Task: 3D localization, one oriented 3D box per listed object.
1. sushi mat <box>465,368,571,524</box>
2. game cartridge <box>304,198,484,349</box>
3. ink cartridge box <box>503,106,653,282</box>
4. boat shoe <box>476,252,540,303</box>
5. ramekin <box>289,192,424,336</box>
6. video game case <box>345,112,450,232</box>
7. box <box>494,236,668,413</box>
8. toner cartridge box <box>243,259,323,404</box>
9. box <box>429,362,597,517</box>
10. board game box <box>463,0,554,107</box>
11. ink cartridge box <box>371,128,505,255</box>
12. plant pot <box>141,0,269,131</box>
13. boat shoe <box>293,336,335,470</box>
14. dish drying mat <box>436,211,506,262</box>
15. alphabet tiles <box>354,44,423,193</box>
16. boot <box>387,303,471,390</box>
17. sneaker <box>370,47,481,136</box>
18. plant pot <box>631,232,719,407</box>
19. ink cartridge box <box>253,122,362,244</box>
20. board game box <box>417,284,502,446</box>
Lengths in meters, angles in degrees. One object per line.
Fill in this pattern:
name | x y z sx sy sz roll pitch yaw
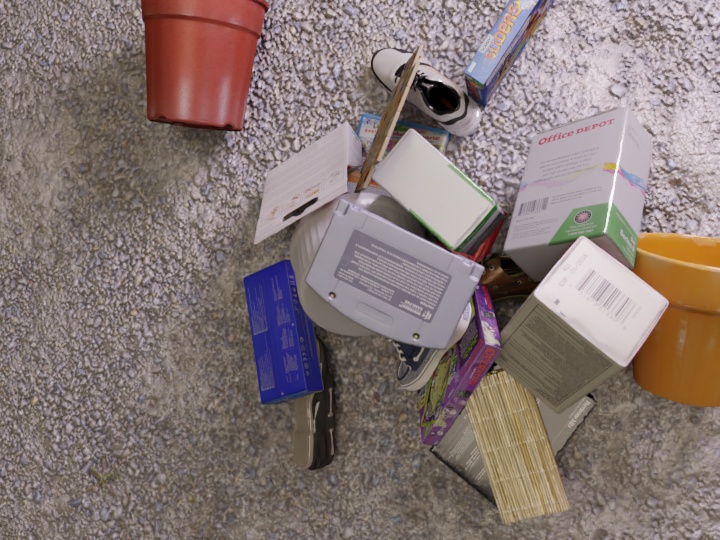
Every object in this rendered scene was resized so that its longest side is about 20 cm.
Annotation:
sushi mat | 0.206 0.234 0.953 0.095 0.012 0.202 -19 84 13
game cartridge | 0.038 0.013 0.883 0.199 0.041 0.134 26 95 2
ink cartridge box | 0.285 -0.097 0.917 0.145 0.087 0.202 -11 52 45
boat shoe | 0.185 0.006 0.994 0.198 0.072 0.068 -8 128 -4
ramekin | 0.000 0.000 0.991 0.199 0.201 0.098 -22 40 12
video game case | 0.045 -0.129 1.085 0.142 0.018 0.202 15 92 15
box | 0.257 0.073 0.868 0.128 0.200 0.109 40 66 12
toner cartridge box | -0.119 0.094 1.074 0.094 0.043 0.202 -21 71 34
box | 0.214 0.217 0.996 0.141 0.079 0.201 38 97 15
board game box | 0.216 -0.337 0.988 0.034 0.135 0.201 34 96 9
ink cartridge box | 0.113 -0.098 0.956 0.146 0.200 0.083 43 100 13
plant pot | -0.248 -0.321 1.088 0.199 0.201 0.198 8 97 15
boat shoe | -0.067 0.203 1.089 0.067 0.057 0.202 -3 82 50
dish drying mat | 0.141 -0.011 1.055 0.076 0.018 0.201 27 95 14
alphabet tiles | 0.036 -0.201 0.959 0.006 0.166 0.202 22 90 -8
boot | 0.071 0.095 0.988 0.089 0.073 0.201 16 135 -12
sneaker | 0.091 -0.278 1.042 0.199 0.080 0.074 38 99 22
plant pot | 0.428 0.063 0.902 0.198 0.200 0.185 8 106 15
ink cartridge box | -0.072 -0.117 1.026 0.160 0.201 0.050 -28 125 19
board game box | 0.129 0.130 0.961 0.032 0.121 0.201 19 126 -9
